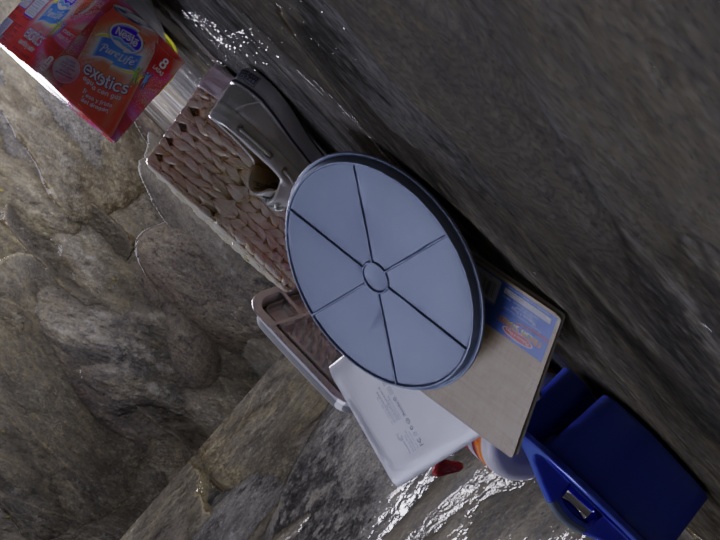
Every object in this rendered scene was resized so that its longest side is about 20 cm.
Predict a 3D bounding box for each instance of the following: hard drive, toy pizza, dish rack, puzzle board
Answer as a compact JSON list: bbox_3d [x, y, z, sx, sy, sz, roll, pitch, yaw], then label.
[{"bbox_3d":[0.063,0.100,1.294,0.200,0.025,0.133,-40,77,44],"label":"hard drive"},{"bbox_3d":[0.021,-0.001,1.108,0.199,0.032,0.202,26,131,33],"label":"toy pizza"},{"bbox_3d":[-0.018,0.085,1.657,0.171,0.044,0.200,-17,-132,-40],"label":"dish rack"},{"bbox_3d":[0.064,0.036,1.124,0.199,0.017,0.152,35,133,24],"label":"puzzle board"}]

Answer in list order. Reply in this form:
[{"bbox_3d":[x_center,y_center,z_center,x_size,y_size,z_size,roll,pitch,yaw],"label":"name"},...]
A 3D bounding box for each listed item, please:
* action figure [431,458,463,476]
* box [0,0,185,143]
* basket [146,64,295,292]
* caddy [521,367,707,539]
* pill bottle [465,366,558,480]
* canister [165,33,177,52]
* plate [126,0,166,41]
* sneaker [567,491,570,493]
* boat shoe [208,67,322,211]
[{"bbox_3d":[0.075,0.088,1.332,0.065,0.051,0.202,30,127,49],"label":"action figure"},{"bbox_3d":[-0.256,-0.206,1.327,0.095,0.103,0.200,44,175,-33],"label":"box"},{"bbox_3d":[-0.106,-0.086,1.437,0.135,0.124,0.200,39,174,31],"label":"basket"},{"bbox_3d":[0.212,0.183,1.271,0.200,0.105,0.141,44,177,-30],"label":"caddy"},{"bbox_3d":[0.118,0.113,1.423,0.113,0.113,0.200,45,176,-40],"label":"pill bottle"},{"bbox_3d":[-0.286,-0.266,1.590,0.148,0.087,0.200,44,178,-23],"label":"canister"},{"bbox_3d":[-0.274,-0.309,1.358,0.199,0.032,0.200,42,176,20],"label":"plate"},{"bbox_3d":[0.217,0.180,1.546,0.081,0.075,0.200,52,174,-13],"label":"sneaker"},{"bbox_3d":[-0.071,-0.089,1.287,0.071,0.070,0.200,31,163,43],"label":"boat shoe"}]
